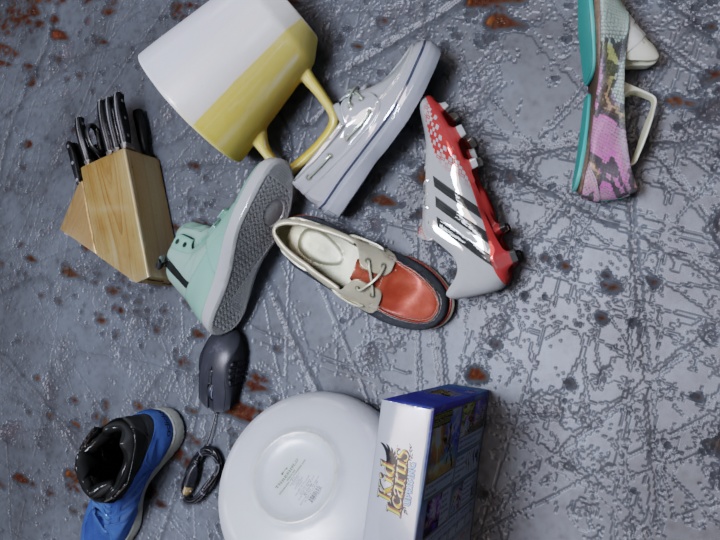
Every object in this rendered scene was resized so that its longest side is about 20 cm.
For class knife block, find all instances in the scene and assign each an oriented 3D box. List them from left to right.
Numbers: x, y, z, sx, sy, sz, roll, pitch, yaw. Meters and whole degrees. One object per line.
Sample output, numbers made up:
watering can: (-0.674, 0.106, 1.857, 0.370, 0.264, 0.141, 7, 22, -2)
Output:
knife block: (-0.264, -0.100, 0.935, 0.199, 0.064, 0.177, 31, 99, 25)

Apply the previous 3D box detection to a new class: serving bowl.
serving bowl: (-0.051, 0.204, 0.763, 0.197, 0.066, 0.203, -8, 59, 14)

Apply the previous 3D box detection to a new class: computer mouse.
computer mouse: (-0.168, 0.160, 0.882, 0.058, 0.034, 0.203, 13, 91, 25)

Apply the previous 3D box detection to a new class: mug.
mug: (-0.115, -0.211, 0.855, 0.153, 0.186, 0.150, -43, 37, 6)

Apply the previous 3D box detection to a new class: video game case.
video game case: (0.056, 0.194, 0.679, 0.045, 0.200, 0.184, 8, 89, 21)

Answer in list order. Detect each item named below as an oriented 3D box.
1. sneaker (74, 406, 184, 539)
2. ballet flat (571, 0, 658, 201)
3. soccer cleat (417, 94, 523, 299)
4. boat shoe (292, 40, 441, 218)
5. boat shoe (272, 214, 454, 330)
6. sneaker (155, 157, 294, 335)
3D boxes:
sneaker: (-0.281, 0.241, 0.886, 0.076, 0.111, 0.201, 38, 102, 23)
ballet flat: (0.226, -0.162, 0.713, 0.070, 0.069, 0.203, 2, 90, 7)
soccer cleat: (0.083, -0.070, 0.767, 0.084, 0.068, 0.202, -25, 80, 17)
boat shoe: (0.003, -0.148, 0.797, 0.066, 0.074, 0.201, 31, 101, -11)
boat shoe: (0.000, 0.000, 0.802, 0.198, 0.062, 0.072, 30, 96, 23)
sneaker: (-0.151, -0.047, 0.859, 0.118, 0.073, 0.202, 37, 110, 31)
